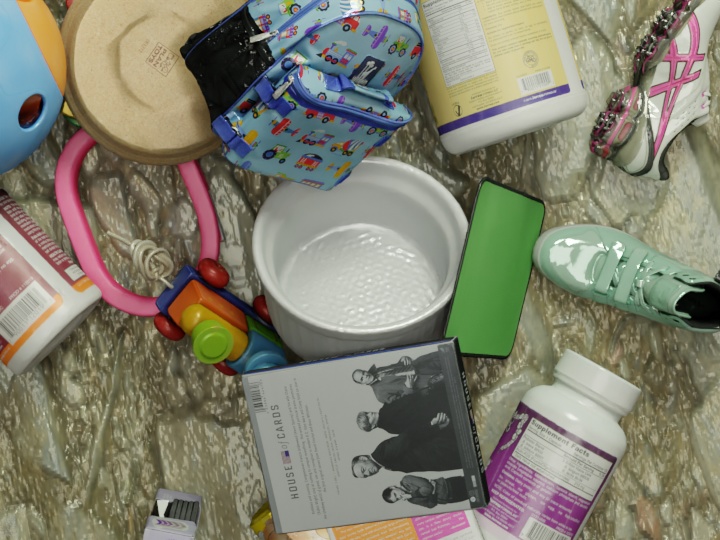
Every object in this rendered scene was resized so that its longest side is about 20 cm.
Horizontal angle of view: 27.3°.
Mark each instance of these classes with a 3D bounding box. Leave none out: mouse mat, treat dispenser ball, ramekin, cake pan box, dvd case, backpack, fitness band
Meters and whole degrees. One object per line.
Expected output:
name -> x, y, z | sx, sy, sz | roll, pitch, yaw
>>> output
mouse mat -> 0.125, 0.003, 1.376 | 0.007, 0.200, 0.162 | 14, 91, 25
treat dispenser ball -> -0.358, -0.177, 1.301 | 0.199, 0.201, 0.203 | 0, 92, -1
ramekin -> 0.000, 0.000, 1.375 | 0.199, 0.098, 0.202 | 1, 54, -1
cake pan box -> -0.189, 0.310, 1.376 | 0.052, 0.184, 0.202 | 10, 91, -6
dvd case -> 0.003, 0.147, 1.308 | 0.198, 0.025, 0.152 | -10, 96, 17
backpack -> -0.027, -0.185, 1.299 | 0.200, 0.182, 0.135 | -38, 58, 26
fitness band -> -0.214, -0.054, 1.438 | 0.143, 0.037, 0.201 | -21, 91, -1

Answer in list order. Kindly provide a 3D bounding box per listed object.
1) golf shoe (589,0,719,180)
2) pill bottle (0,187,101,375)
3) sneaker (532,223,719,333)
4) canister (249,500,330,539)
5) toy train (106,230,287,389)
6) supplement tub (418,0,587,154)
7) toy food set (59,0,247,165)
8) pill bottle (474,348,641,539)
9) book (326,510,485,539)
golf shoe -> 0.304, -0.184, 1.434 | 0.092, 0.073, 0.201 | 27, 101, -8
pill bottle -> -0.351, -0.009, 1.397 | 0.114, 0.114, 0.200 | -44, 91, 0
sneaker -> 0.265, 0.005, 1.411 | 0.199, 0.118, 0.074 | 18, 93, -1
canister -> 0.007, 0.273, 1.429 | 0.148, 0.087, 0.200 | -41, 91, -1
toy train -> -0.151, 0.044, 1.369 | 0.200, 0.116, 0.085 | 36, 101, -29
supplement tub -> 0.118, -0.222, 1.387 | 0.144, 0.145, 0.201 | -17, 92, -1
toy food set -> -0.187, -0.199, 1.383 | 0.197, 0.049, 0.201 | 18, 96, -15
pill bottle -> 0.185, 0.181, 1.417 | 0.112, 0.112, 0.201 | 29, 90, -2
book -> 0.034, 0.220, 1.361 | 0.133, 0.048, 0.201 | -20, 90, 3
